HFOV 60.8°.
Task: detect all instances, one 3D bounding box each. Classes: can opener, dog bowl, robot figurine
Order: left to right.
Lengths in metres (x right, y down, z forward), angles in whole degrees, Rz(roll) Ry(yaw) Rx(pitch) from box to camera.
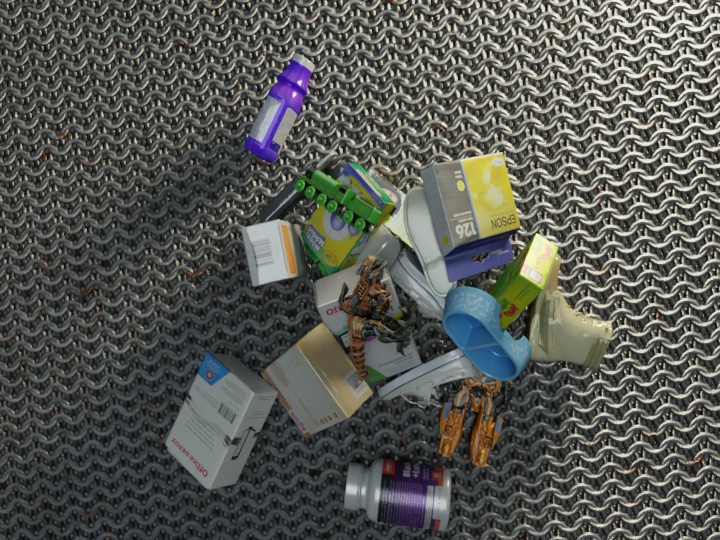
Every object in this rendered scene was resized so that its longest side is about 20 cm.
[{"bbox_3d":[-0.107,-0.149,1.188,0.199,0.053,0.067,-43,83,5],"label":"can opener"},{"bbox_3d":[0.218,0.261,1.172,0.140,0.058,0.207,13,93,2],"label":"robot figurine"},{"bbox_3d":[0.219,0.118,1.080,0.201,0.110,0.050,48,51,-20],"label":"dog bowl"}]

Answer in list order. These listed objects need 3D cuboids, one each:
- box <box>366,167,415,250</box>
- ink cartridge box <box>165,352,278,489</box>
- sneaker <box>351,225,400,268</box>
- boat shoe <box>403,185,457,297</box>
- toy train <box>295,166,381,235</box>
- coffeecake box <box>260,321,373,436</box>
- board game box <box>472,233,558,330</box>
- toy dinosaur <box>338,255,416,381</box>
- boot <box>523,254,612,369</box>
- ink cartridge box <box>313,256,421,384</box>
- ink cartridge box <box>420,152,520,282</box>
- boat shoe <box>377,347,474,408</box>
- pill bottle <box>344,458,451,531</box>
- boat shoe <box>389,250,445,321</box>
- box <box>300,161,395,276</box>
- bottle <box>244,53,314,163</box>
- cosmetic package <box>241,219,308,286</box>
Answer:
[{"bbox_3d":[0.077,-0.106,1.177,0.198,0.050,0.076,37,95,2],"label":"box"},{"bbox_3d":[-0.267,0.284,1.174,0.144,0.084,0.204,30,96,30],"label":"ink cartridge box"},{"bbox_3d":[0.000,0.000,1.184,0.202,0.074,0.089,-56,49,20],"label":"sneaker"},{"bbox_3d":[0.130,-0.053,1.118,0.073,0.062,0.205,-23,89,9],"label":"boat shoe"},{"bbox_3d":[-0.042,-0.130,1.101,0.198,0.041,0.057,35,98,31],"label":"toy train"},{"bbox_3d":[-0.086,0.206,1.126,0.073,0.200,0.155,-36,88,-36],"label":"coffeecake box"},{"bbox_3d":[0.267,0.038,1.082,0.047,0.202,0.103,31,54,3],"label":"board game box"},{"bbox_3d":[0.024,0.082,1.035,0.131,0.103,0.205,12,126,3],"label":"toy dinosaur"},{"bbox_3d":[0.393,0.077,1.146,0.150,0.073,0.207,9,94,5],"label":"boot"},{"bbox_3d":[0.013,0.098,1.130,0.141,0.085,0.204,-21,118,3],"label":"ink cartridge box"},{"bbox_3d":[0.211,-0.101,1.114,0.194,0.046,0.206,-16,89,-38],"label":"ink cartridge box"},{"bbox_3d":[0.128,0.220,1.154,0.198,0.074,0.088,-29,79,19],"label":"boat shoe"},{"bbox_3d":[0.070,0.420,1.162,0.193,0.111,0.116,6,92,4],"label":"pill bottle"},{"bbox_3d":[0.133,0.055,1.175,0.065,0.073,0.201,-43,86,21],"label":"boat shoe"},{"bbox_3d":[-0.034,-0.084,1.144,0.118,0.048,0.202,48,117,26],"label":"box"},{"bbox_3d":[-0.152,-0.310,1.172,0.064,0.084,0.204,27,94,3],"label":"bottle"},{"bbox_3d":[-0.151,-0.031,1.122,0.069,0.200,0.105,-12,91,4],"label":"cosmetic package"}]
